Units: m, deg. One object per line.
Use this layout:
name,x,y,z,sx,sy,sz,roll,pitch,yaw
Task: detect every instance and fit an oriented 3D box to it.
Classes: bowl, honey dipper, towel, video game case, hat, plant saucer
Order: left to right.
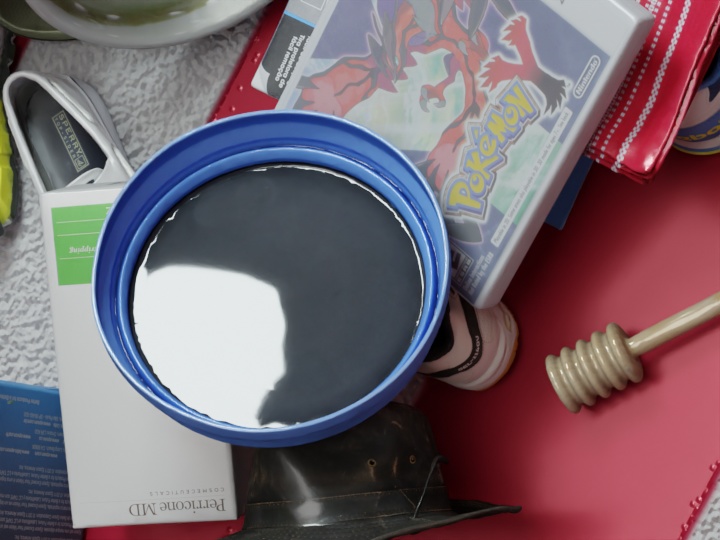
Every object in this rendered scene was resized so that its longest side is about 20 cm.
plant saucer,-0.115,-0.219,1.657,0.200,0.200,0.050,-36,50,16
bowl,-0.048,0.006,1.554,0.200,0.039,0.201,-3,62,5
hat,-0.011,0.112,1.572,0.200,0.200,0.081,-6,91,24
video game case,0.051,-0.110,1.573,0.182,0.023,0.200,42,121,25
towel,0.114,-0.150,1.566,0.200,0.022,0.145,30,100,30
honey dipper,0.199,0.022,1.584,0.199,0.038,0.038,-27,73,15

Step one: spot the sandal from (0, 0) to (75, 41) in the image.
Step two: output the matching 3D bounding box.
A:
sandal,-0.145,-0.193,1.754,0.200,0.057,0.080,-7,85,21

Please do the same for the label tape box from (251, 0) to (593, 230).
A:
label tape box,0.054,-0.131,1.652,0.200,0.063,0.145,27,95,26

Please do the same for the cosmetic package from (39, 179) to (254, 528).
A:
cosmetic package,-0.121,0.046,1.668,0.107,0.085,0.201,-5,94,11

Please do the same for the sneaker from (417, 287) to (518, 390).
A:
sneaker,0.000,0.000,1.648,0.200,0.088,0.076,28,97,27

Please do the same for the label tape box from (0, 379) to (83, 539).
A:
label tape box,-0.228,0.166,1.700,0.066,0.143,0.201,6,85,25

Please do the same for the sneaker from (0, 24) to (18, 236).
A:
sneaker,-0.273,-0.114,1.796,0.084,0.074,0.201,-8,78,27

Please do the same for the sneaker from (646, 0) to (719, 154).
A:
sneaker,0.191,-0.170,1.584,0.074,0.082,0.201,-3,81,27

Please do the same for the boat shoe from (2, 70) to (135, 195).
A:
boat shoe,-0.165,-0.039,1.741,0.074,0.065,0.200,-41,68,14
